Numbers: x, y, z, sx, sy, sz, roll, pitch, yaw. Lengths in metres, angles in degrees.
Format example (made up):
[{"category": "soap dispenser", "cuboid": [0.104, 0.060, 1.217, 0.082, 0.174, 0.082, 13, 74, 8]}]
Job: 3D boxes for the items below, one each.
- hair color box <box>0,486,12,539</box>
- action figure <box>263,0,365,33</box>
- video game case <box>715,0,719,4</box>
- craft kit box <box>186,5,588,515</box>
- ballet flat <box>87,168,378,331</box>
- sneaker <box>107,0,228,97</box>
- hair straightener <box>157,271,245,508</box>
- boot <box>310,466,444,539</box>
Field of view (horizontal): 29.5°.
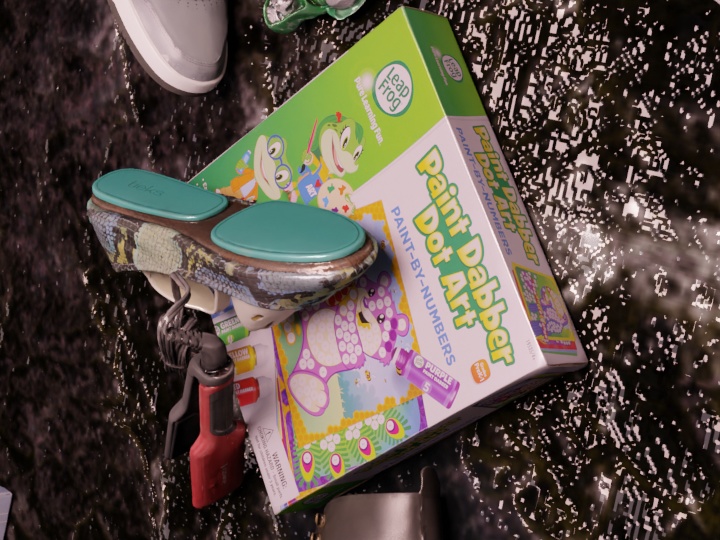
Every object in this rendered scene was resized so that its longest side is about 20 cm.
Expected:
[{"category": "hair color box", "cuboid": [-0.318, 0.236, 0.980, 0.099, 0.060, 0.202, 22, 102, 40]}, {"category": "action figure", "cuboid": [0.002, -0.208, 0.723, 0.118, 0.054, 0.201, 49, 123, 28]}, {"category": "video game case", "cuboid": [0.173, -0.230, 0.576, 0.182, 0.045, 0.201, 50, 119, 32]}, {"category": "craft kit box", "cuboid": [0.000, 0.000, 0.723, 0.197, 0.048, 0.201, -33, 68, 33]}, {"category": "ballet flat", "cuboid": [-0.066, -0.005, 0.720, 0.199, 0.074, 0.075, 18, 101, 42]}, {"category": "sneaker", "cuboid": [-0.089, -0.212, 0.785, 0.120, 0.083, 0.202, -28, 69, 47]}, {"category": "hair straightener", "cuboid": [-0.096, 0.060, 0.731, 0.077, 0.041, 0.200, 54, 163, 23]}, {"category": "boot", "cuboid": [-0.028, 0.189, 0.729, 0.199, 0.077, 0.140, -14, 75, 26]}]
